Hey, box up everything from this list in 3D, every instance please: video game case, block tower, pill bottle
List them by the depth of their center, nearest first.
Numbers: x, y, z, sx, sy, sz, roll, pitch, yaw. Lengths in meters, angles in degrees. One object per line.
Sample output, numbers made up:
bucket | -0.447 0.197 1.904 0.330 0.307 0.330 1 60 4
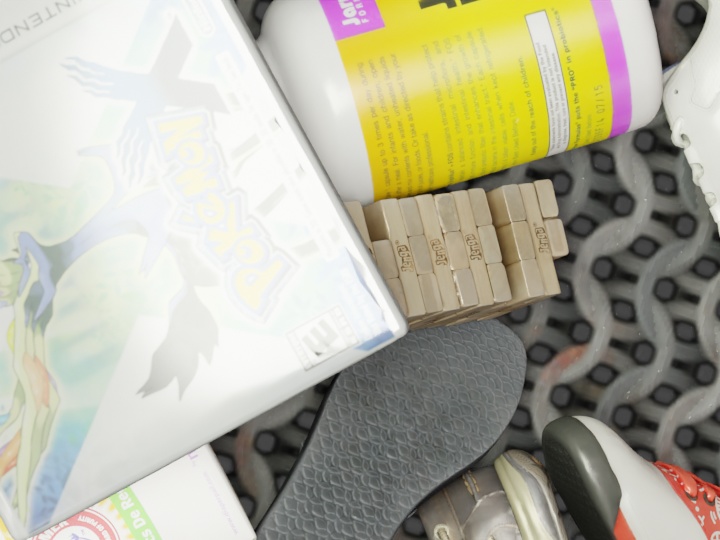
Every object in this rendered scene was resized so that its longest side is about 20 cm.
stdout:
video game case | -0.106 -0.020 1.126 0.182 0.022 0.200 -29 92 6
block tower | 0.000 0.000 1.216 0.200 0.058 0.054 -8 81 -37
pill bottle | 0.025 -0.087 1.244 0.200 0.104 0.104 -17 94 -7

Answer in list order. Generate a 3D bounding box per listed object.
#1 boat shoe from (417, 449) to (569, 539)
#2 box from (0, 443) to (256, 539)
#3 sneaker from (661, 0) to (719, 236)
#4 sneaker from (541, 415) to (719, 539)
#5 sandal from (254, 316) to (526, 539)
boat shoe | 0.074 0.184 1.282 0.073 0.074 0.200 -16 85 4
box | -0.137 0.049 1.225 0.101 0.112 0.200 -28 96 -6
sneaker | 0.179 -0.057 1.291 0.087 0.075 0.200 1 85 5
sneaker | 0.167 0.119 1.271 0.108 0.067 0.201 -36 114 -6
sandal | 0.001 0.091 1.254 0.076 0.043 0.200 39 61 2
